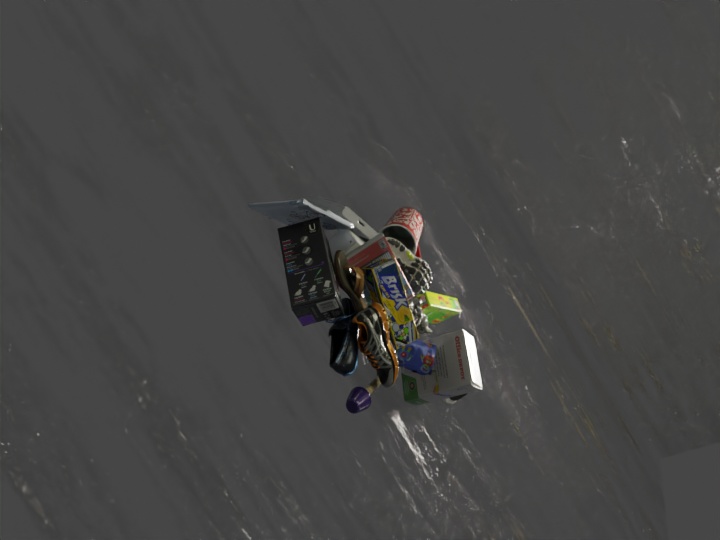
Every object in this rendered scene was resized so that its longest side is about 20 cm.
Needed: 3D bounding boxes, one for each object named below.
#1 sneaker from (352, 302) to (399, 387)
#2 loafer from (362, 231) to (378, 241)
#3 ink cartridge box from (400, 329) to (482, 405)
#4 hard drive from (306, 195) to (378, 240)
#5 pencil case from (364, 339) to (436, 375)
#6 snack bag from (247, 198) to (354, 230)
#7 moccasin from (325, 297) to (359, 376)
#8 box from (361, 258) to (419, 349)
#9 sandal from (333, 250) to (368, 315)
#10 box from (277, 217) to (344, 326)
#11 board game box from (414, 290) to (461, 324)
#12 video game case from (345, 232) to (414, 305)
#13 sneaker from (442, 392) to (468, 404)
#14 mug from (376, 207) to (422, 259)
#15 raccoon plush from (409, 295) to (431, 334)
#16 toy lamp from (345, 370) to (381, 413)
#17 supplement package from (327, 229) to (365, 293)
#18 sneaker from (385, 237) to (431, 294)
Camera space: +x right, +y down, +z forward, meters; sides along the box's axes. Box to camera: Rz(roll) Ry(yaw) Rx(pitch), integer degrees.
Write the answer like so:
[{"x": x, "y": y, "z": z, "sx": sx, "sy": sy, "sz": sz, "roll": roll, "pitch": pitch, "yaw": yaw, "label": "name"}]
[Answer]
[{"x": 0.033, "y": 0.181, "z": 1.336, "sx": 0.076, "sy": 0.078, "sz": 0.205, "roll": -18, "pitch": 97, "yaw": -26, "label": "sneaker"}, {"x": 0.059, "y": -0.063, "z": 1.672, "sx": 0.200, "sy": 0.071, "sz": 0.063, "roll": 43, "pitch": 48, "yaw": -16, "label": "loafer"}, {"x": 0.209, "y": 0.258, "z": 1.503, "sx": 0.084, "sy": 0.197, "sz": 0.148, "roll": 32, "pitch": 45, "yaw": -50, "label": "ink cartridge box"}, {"x": -0.050, "y": -0.139, "z": 1.500, "sx": 0.131, "sy": 0.027, "sz": 0.199, "roll": 38, "pitch": -8, "yaw": -34, "label": "hard drive"}, {"x": 0.096, "y": 0.203, "z": 1.442, "sx": 0.196, "sy": 0.089, "sz": 0.078, "roll": 19, "pitch": 13, "yaw": -5, "label": "pencil case"}, {"x": -0.141, "y": -0.130, "z": 1.335, "sx": 0.199, "sy": 0.185, "sz": 0.022, "roll": 22, "pitch": 74, "yaw": -51, "label": "snack bag"}, {"x": -0.041, "y": 0.147, "z": 1.354, "sx": 0.067, "sy": 0.080, "sz": 0.203, "roll": 26, "pitch": 42, "yaw": -32, "label": "moccasin"}, {"x": 0.072, "y": 0.078, "z": 1.362, "sx": 0.069, "sy": 0.064, "sz": 0.204, "roll": -22, "pitch": 101, "yaw": -22, "label": "box"}, {"x": -0.008, "y": 0.034, "z": 1.336, "sx": 0.082, "sy": 0.054, "sz": 0.203, "roll": -76, "pitch": 145, "yaw": -59, "label": "sandal"}, {"x": -0.112, "y": 0.004, "z": 1.296, "sx": 0.123, "sy": 0.104, "sz": 0.204, "roll": 73, "pitch": 3, "yaw": -65, "label": "box"}, {"x": 0.217, "y": 0.116, "z": 1.750, "sx": 0.198, "sy": 0.101, "sz": 0.049, "roll": 14, "pitch": 53, "yaw": -52, "label": "board game box"}, {"x": 0.036, "y": 0.024, "z": 1.413, "sx": 0.202, "sy": 0.141, "sz": 0.017, "roll": 60, "pitch": -3, "yaw": -31, "label": "video game case"}, {"x": 0.237, "y": 0.307, "z": 1.638, "sx": 0.199, "sy": 0.084, "sz": 0.075, "roll": 41, "pitch": 34, "yaw": -31, "label": "sneaker"}, {"x": 0.130, "y": -0.095, "z": 1.799, "sx": 0.201, "sy": 0.130, "sz": 0.181, "roll": -59, "pitch": 147, "yaw": -61, "label": "mug"}, {"x": 0.114, "y": 0.159, "z": 1.584, "sx": 0.199, "sy": 0.096, "sz": 0.136, "roll": -35, "pitch": 113, "yaw": -31, "label": "raccoon plush"}, {"x": 0.023, "y": 0.281, "z": 1.362, "sx": 0.059, "sy": 0.058, "sz": 0.199, "roll": 60, "pitch": 28, "yaw": -1, "label": "toy lamp"}, {"x": 0.000, "y": 0.000, "z": 1.468, "sx": 0.200, "sy": 0.117, "sz": 0.118, "roll": 41, "pitch": 10, "yaw": -30, "label": "supplement package"}, {"x": 0.119, "y": -0.020, "z": 1.525, "sx": 0.200, "sy": 0.078, "sz": 0.080, "roll": 47, "pitch": -7, "yaw": -22, "label": "sneaker"}]
